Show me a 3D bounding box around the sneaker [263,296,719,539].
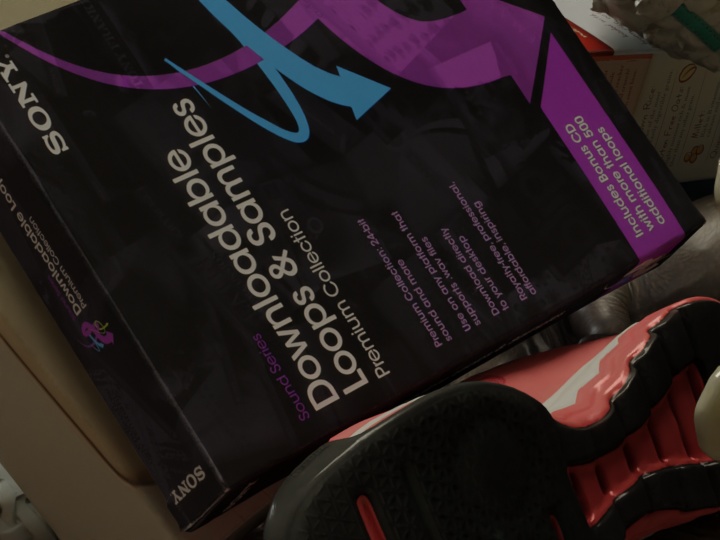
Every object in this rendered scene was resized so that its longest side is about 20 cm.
[{"bbox_3d":[0.035,0.066,0.648,0.086,0.074,0.199,-20,-2,43],"label":"sneaker"}]

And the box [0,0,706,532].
[{"bbox_3d":[-0.008,-0.030,0.670,0.199,0.144,0.036,-28,-11,-35],"label":"box"}]

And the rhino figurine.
[{"bbox_3d":[0.093,0.022,0.767,0.199,0.060,0.088,-26,19,17],"label":"rhino figurine"}]

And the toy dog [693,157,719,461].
[{"bbox_3d":[0.178,0.002,0.595,0.192,0.141,0.200,-12,9,-10],"label":"toy dog"}]

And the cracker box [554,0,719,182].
[{"bbox_3d":[0.086,-0.085,0.854,0.199,0.058,0.134,-8,32,-40],"label":"cracker box"}]

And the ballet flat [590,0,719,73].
[{"bbox_3d":[0.123,-0.136,0.815,0.071,0.072,0.201,-7,38,23],"label":"ballet flat"}]

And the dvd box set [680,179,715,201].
[{"bbox_3d":[0.210,-0.047,0.942,0.199,0.030,0.146,-14,33,-38],"label":"dvd box set"}]

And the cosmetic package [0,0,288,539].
[{"bbox_3d":[-0.085,-0.008,0.689,0.103,0.200,0.073,-37,-6,-31],"label":"cosmetic package"}]

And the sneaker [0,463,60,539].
[{"bbox_3d":[-0.119,0.082,0.737,0.198,0.075,0.100,-11,29,3],"label":"sneaker"}]
